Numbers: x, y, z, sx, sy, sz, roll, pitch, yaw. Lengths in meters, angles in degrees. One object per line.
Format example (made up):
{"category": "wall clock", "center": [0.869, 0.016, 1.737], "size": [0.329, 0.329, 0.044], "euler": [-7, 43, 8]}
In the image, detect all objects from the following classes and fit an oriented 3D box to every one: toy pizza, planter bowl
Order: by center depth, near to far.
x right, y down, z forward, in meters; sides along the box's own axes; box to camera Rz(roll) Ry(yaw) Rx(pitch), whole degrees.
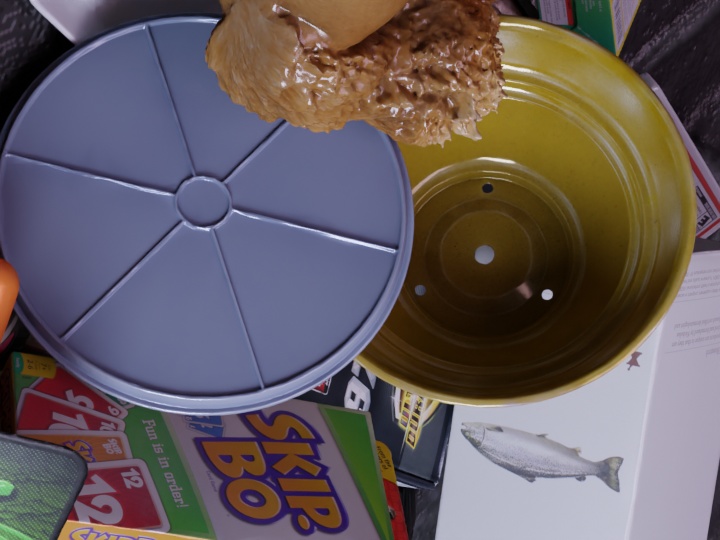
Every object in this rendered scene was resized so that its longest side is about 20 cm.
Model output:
{"category": "toy pizza", "center": [-0.074, -0.026, 1.013], "size": [0.200, 0.200, 0.032], "euler": [-46, 172, -20]}
{"category": "planter bowl", "center": [0.062, -0.019, 1.075], "size": [0.201, 0.200, 0.084], "euler": [-53, 167, -14]}

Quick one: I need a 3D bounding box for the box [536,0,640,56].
{"category": "box", "center": [0.140, -0.222, 1.197], "size": [0.200, 0.048, 0.118], "euler": [-61, 149, -43]}

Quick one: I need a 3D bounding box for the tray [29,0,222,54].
{"category": "tray", "center": [-0.082, -0.124, 1.085], "size": [0.108, 0.022, 0.200], "euler": [-57, 136, -11]}

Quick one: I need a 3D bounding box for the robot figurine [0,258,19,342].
{"category": "robot figurine", "center": [-0.232, 0.001, 0.922], "size": [0.144, 0.116, 0.201], "euler": [27, 86, -52]}

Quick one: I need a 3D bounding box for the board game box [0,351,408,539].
{"category": "board game box", "center": [-0.066, 0.095, 1.000], "size": [0.199, 0.096, 0.030], "euler": [13, 132, -24]}

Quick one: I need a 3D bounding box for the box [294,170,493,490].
{"category": "box", "center": [0.000, 0.000, 1.137], "size": [0.159, 0.046, 0.201], "euler": [26, 73, -47]}

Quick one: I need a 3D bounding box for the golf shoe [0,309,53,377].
{"category": "golf shoe", "center": [-0.151, 0.016, 1.052], "size": [0.200, 0.077, 0.088], "euler": [-30, 142, -26]}

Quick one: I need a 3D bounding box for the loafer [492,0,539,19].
{"category": "loafer", "center": [0.087, -0.081, 1.241], "size": [0.063, 0.072, 0.200], "euler": [-41, 135, -16]}

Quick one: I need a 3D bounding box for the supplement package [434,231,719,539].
{"category": "supplement package", "center": [0.126, 0.077, 1.178], "size": [0.117, 0.117, 0.201], "euler": [-6, 105, -59]}

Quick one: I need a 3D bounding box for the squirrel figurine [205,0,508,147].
{"category": "squirrel figurine", "center": [0.015, -0.159, 0.992], "size": [0.186, 0.141, 0.201], "euler": [-26, 128, -49]}

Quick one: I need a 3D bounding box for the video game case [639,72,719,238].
{"category": "video game case", "center": [0.115, -0.012, 1.268], "size": [0.200, 0.017, 0.143], "euler": [-38, 139, 3]}

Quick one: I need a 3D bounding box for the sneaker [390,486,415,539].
{"category": "sneaker", "center": [-0.036, 0.160, 1.225], "size": [0.199, 0.114, 0.077], "euler": [-39, 132, -64]}

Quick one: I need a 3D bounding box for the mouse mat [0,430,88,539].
{"category": "mouse mat", "center": [-0.231, 0.117, 0.905], "size": [0.199, 0.008, 0.161], "euler": [15, 118, -24]}
